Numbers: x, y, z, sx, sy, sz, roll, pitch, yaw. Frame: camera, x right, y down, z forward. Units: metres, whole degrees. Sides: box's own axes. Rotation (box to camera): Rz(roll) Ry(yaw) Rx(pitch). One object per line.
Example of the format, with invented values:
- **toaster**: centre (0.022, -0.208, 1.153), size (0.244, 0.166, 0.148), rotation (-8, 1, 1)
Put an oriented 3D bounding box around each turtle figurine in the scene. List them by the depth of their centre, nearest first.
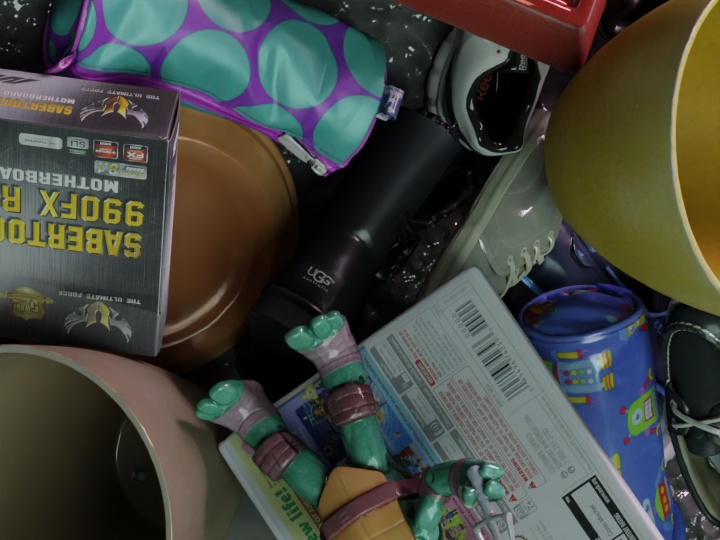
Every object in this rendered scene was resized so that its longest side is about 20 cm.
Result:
- **turtle figurine**: centre (-0.001, 0.131, 1.193), size (0.149, 0.201, 0.101), rotation (-30, 159, -5)

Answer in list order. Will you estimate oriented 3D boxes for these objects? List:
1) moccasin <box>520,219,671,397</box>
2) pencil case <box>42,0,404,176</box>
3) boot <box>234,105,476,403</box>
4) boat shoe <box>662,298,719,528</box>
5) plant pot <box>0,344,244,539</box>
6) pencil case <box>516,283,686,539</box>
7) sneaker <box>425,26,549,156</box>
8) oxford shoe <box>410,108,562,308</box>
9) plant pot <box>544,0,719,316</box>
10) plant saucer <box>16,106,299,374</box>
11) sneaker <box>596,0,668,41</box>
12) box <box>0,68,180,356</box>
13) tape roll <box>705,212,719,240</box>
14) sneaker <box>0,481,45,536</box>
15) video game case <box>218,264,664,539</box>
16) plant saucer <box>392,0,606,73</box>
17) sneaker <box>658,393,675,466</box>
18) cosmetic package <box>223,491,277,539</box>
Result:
- **moccasin**: centre (0.176, 0.022, 1.433), size (0.200, 0.081, 0.068), rotation (37, 97, -31)
- **pencil case**: centre (-0.080, -0.121, 1.266), size (0.199, 0.085, 0.093), rotation (18, 68, -24)
- **boot**: centre (0.000, 0.000, 1.353), size (0.076, 0.200, 0.168), rotation (33, 71, 9)
- **boat shoe**: centre (0.220, 0.090, 1.351), size (0.060, 0.075, 0.200), rotation (-57, 140, -24)
- **plant pot**: centre (-0.149, 0.126, 1.293), size (0.186, 0.200, 0.189), rotation (2, 95, 22)
- **pencil case**: centre (0.156, 0.102, 1.394), size (0.087, 0.078, 0.201), rotation (-34, 123, -32)
- **sneaker**: centre (0.094, -0.160, 1.311), size (0.073, 0.080, 0.201), rotation (3, 114, -17)
- **oxford shoe**: centre (0.083, -0.015, 1.333), size (0.058, 0.200, 0.075), rotation (35, 148, 0)
- **plant pot**: centre (0.190, -0.067, 1.268), size (0.199, 0.142, 0.201), rotation (1, 89, -41)
- **plant saucer**: centre (-0.130, -0.016, 1.335), size (0.199, 0.037, 0.201), rotation (-8, 119, -14)
- **sneaker**: centre (0.225, -0.184, 1.335), size (0.199, 0.088, 0.076), rotation (-25, 121, -5)
- **box**: centre (-0.203, -0.037, 1.236), size (0.199, 0.048, 0.159), rotation (8, 129, -1)
- **tape roll**: centre (0.278, 0.028, 1.399), size (0.085, 0.200, 0.201), rotation (-27, 122, -4)
- **sneaker**: centre (-0.263, 0.123, 1.351), size (0.078, 0.076, 0.200), rotation (-31, 134, 34)
- **video game case**: centre (0.047, 0.130, 1.246), size (0.182, 0.022, 0.201), rotation (-35, 84, 7)
- **plant saucer**: centre (0.079, -0.236, 1.245), size (0.199, 0.037, 0.201), rotation (20, 91, -20)
- **sneaker**: centre (0.133, 0.148, 1.499), size (0.082, 0.075, 0.200), rotation (34, 94, -17)
- **cosmetic package**: centre (-0.031, 0.185, 1.372), size (0.112, 0.200, 0.081), rotation (-26, 121, 3)
